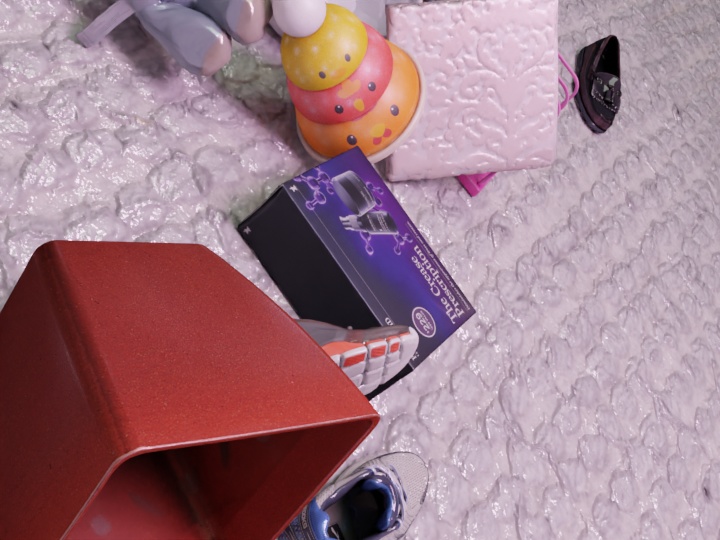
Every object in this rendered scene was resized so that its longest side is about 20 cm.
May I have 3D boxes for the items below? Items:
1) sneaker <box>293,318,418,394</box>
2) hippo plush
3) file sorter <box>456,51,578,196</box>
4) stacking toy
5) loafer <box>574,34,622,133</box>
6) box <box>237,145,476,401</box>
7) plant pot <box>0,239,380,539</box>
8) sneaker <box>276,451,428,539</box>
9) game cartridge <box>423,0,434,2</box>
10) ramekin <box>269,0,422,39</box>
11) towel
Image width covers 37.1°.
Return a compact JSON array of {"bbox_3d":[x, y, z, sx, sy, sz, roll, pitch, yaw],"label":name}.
[{"bbox_3d":[-0.045,0.062,0.874,0.197,0.078,0.083,-10,54,-29],"label":"sneaker"},{"bbox_3d":[-0.165,-0.270,1.016,0.161,0.198,0.161,62,7,-16],"label":"hippo plush"},{"bbox_3d":[0.169,-0.214,1.320,0.139,0.125,0.200,49,36,-4],"label":"file sorter"},{"bbox_3d":[-0.033,-0.203,1.027,0.200,0.144,0.148,45,28,-56],"label":"stacking toy"},{"bbox_3d":[0.375,-0.297,1.662,0.071,0.063,0.202,33,41,-23],"label":"loafer"},{"bbox_3d":[0.000,0.000,1.004,0.201,0.079,0.141,54,39,1],"label":"box"},{"bbox_3d":[-0.143,0.091,0.691,0.198,0.200,0.177,1,48,-46],"label":"plant pot"},{"bbox_3d":[0.008,0.191,0.848,0.199,0.085,0.078,-23,78,-53],"label":"sneaker"},{"bbox_3d":[0.072,-0.340,1.273,0.040,0.201,0.135,-3,59,-14],"label":"game cartridge"},{"bbox_3d":[-0.032,-0.332,1.181,0.198,0.104,0.204,15,69,-42],"label":"ramekin"},{"bbox_3d":[0.120,-0.199,1.168,0.196,0.194,0.032,-6,19,-11],"label":"towel"}]
